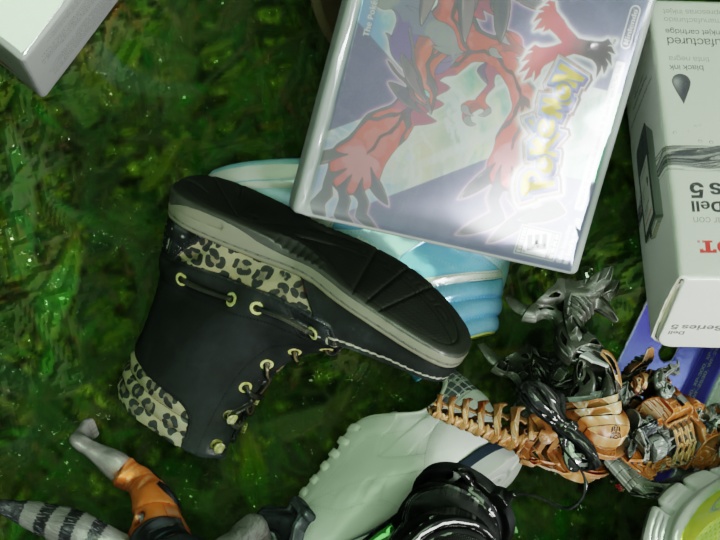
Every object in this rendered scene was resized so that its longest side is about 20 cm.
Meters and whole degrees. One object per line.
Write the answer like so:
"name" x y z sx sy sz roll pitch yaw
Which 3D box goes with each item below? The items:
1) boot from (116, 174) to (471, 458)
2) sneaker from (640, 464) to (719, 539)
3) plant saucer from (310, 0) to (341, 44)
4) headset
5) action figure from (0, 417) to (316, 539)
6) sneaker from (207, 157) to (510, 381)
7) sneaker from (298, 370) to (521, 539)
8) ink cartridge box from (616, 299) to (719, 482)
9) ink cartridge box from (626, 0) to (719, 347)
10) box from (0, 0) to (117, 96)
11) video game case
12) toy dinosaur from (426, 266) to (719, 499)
"boot" -0.045 0.050 1.406 0.203 0.073 0.154 29 115 14
"sneaker" 0.258 0.139 1.390 0.200 0.090 0.078 -33 130 -32
"plant saucer" 0.069 -0.180 1.426 0.200 0.200 0.030 6 47 -5
"headset" 0.045 0.144 1.333 0.200 0.124 0.094 -32 103 17
"action figure" -0.127 0.201 1.382 0.193 0.105 0.200 22 84 33
"sneaker" 0.000 0.000 1.447 0.200 0.080 0.131 5 86 -4
"sneaker" 0.000 0.141 1.453 0.200 0.076 0.081 -31 73 -6
"ink cartridge box" 0.269 0.066 1.488 0.200 0.043 0.198 26 86 -3
"ink cartridge box" 0.245 -0.059 1.431 0.145 0.084 0.200 1 61 -6
"box" -0.218 -0.196 1.371 0.152 0.200 0.106 37 86 -3
"video game case" 0.069 -0.111 1.390 0.182 0.023 0.200 12 103 -13
"toy dinosaur" 0.137 0.078 1.405 0.102 0.200 0.136 -42 48 26
